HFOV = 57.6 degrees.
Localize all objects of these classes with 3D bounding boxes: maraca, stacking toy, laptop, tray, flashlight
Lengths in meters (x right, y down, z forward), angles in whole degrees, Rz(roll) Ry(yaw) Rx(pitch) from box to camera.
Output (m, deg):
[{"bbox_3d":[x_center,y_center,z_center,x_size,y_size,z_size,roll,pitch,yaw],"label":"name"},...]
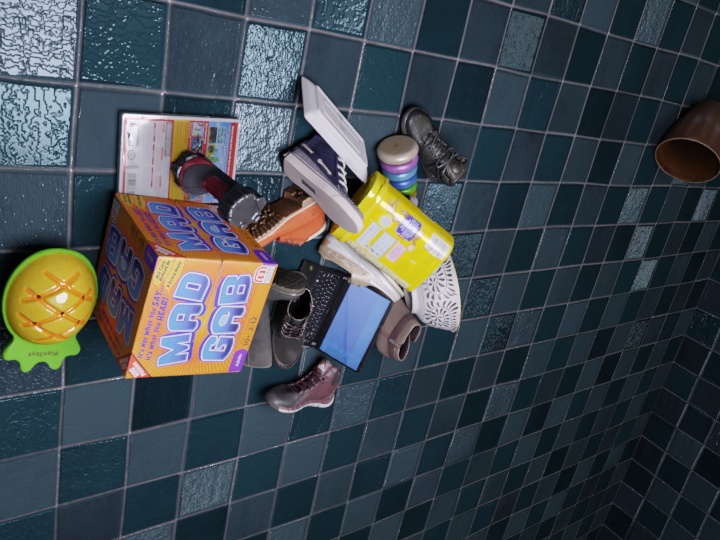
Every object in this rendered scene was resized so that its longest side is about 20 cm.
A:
[{"bbox_3d":[-0.466,0.061,0.981,0.135,0.107,0.204,2,113,-41],"label":"maraca"},{"bbox_3d":[0.083,-0.169,1.344,0.084,0.085,0.203,-30,135,-23],"label":"stacking toy"},{"bbox_3d":[-0.059,0.099,1.355,0.198,0.103,0.180,19,101,-45],"label":"laptop"},{"bbox_3d":[-0.039,-0.252,1.172,0.022,0.109,0.200,-25,140,21],"label":"tray"},{"bbox_3d":[-0.222,-0.122,0.993,0.067,0.199,0.069,9,110,-41],"label":"flashlight"}]

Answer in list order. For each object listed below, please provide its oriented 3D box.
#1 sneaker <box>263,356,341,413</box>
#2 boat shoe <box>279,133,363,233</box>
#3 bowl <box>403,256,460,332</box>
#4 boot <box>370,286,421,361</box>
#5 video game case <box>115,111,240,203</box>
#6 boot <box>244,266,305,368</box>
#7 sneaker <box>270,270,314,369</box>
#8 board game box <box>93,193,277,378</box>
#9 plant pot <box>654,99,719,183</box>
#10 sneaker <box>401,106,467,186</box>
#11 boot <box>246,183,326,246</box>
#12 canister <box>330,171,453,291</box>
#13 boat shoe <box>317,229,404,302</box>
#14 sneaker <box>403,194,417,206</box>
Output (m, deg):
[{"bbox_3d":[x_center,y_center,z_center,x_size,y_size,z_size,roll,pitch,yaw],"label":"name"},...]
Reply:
[{"bbox_3d":[-0.115,0.234,1.403,0.198,0.075,0.117,5,119,-52],"label":"sneaker"},{"bbox_3d":[-0.046,-0.161,1.161,0.093,0.200,0.075,-41,167,-21],"label":"boat shoe"},{"bbox_3d":[0.149,0.043,1.468,0.092,0.202,0.204,-8,123,-8],"label":"bowl"},{"bbox_3d":[0.080,0.090,1.437,0.069,0.146,0.204,1,113,-38],"label":"boot"},{"bbox_3d":[-0.291,-0.178,1.057,0.197,0.017,0.146,-7,118,-38],"label":"video game case"},{"bbox_3d":[-0.178,0.092,1.209,0.072,0.179,0.205,-21,122,-51],"label":"boot"},{"bbox_3d":[-0.138,0.112,1.276,0.073,0.106,0.205,4,105,-15],"label":"sneaker"},{"bbox_3d":[-0.284,0.023,1.036,0.197,0.200,0.203,4,118,-42],"label":"board game box"},{"bbox_3d":[1.001,-0.400,1.941,0.202,0.185,0.187,-58,138,-18],"label":"plant pot"},{"bbox_3d":[0.158,-0.247,1.335,0.076,0.114,0.200,-45,133,-11],"label":"sneaker"},{"bbox_3d":[-0.143,-0.074,1.209,0.198,0.075,0.109,-34,137,-23],"label":"boot"},{"bbox_3d":[0.062,-0.069,1.247,0.199,0.087,0.149,37,119,-16],"label":"canister"},{"bbox_3d":[0.000,0.000,1.322,0.199,0.075,0.069,43,86,-4],"label":"boat shoe"},{"bbox_3d":[0.028,-0.096,1.340,0.112,0.076,0.201,28,131,-9],"label":"sneaker"}]
